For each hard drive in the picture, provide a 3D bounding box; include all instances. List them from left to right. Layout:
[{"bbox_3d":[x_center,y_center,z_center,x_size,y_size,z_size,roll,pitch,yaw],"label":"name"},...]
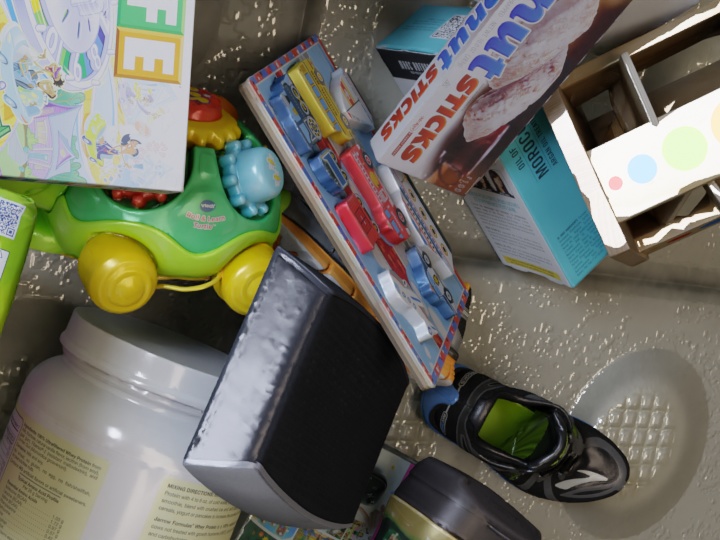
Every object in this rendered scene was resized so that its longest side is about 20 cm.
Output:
[{"bbox_3d":[-0.026,0.080,0.699,0.135,0.042,0.200,-67,158,-14],"label":"hard drive"}]

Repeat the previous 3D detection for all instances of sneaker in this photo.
[{"bbox_3d":[0.000,0.000,0.811,0.200,0.078,0.077,40,68,-35],"label":"sneaker"},{"bbox_3d":[0.131,0.132,0.911,0.199,0.083,0.071,30,87,-33],"label":"sneaker"}]

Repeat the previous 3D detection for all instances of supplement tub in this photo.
[{"bbox_3d":[-0.144,0.136,0.712,0.145,0.145,0.201,21,92,-33],"label":"supplement tub"}]

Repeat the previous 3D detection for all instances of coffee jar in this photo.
[{"bbox_3d":[0.030,0.227,0.801,0.104,0.085,0.200,39,82,-30],"label":"coffee jar"}]

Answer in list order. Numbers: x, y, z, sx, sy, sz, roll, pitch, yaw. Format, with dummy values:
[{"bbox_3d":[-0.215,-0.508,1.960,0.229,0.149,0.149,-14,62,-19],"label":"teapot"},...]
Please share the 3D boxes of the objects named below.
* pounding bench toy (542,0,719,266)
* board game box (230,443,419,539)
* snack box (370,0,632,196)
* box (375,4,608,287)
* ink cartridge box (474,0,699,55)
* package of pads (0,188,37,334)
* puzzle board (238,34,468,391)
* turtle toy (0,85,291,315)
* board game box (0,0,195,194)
[{"bbox_3d":[0.228,-0.091,0.831,0.156,0.200,0.125,-25,80,16],"label":"pounding bench toy"},{"bbox_3d":[-0.044,0.201,0.839,0.147,0.064,0.201,31,87,-32],"label":"board game box"},{"bbox_3d":[0.091,-0.129,0.719,0.072,0.024,0.200,19,126,-32],"label":"snack box"},{"bbox_3d":[0.094,-0.083,0.833,0.049,0.082,0.200,-42,120,-16],"label":"box"},{"bbox_3d":[0.108,-0.237,0.756,0.199,0.084,0.146,13,63,-37],"label":"ink cartridge box"},{"bbox_3d":[-0.211,0.044,0.583,0.068,0.200,0.155,18,78,-15],"label":"package of pads"},{"bbox_3d":[0.007,-0.043,0.738,0.017,0.151,0.200,-26,102,21],"label":"puzzle board"},{"bbox_3d":[-0.125,-0.052,0.665,0.199,0.146,0.101,3,118,-31],"label":"turtle toy"},{"bbox_3d":[-0.144,-0.141,0.569,0.134,0.034,0.201,3,90,-26],"label":"board game box"}]
